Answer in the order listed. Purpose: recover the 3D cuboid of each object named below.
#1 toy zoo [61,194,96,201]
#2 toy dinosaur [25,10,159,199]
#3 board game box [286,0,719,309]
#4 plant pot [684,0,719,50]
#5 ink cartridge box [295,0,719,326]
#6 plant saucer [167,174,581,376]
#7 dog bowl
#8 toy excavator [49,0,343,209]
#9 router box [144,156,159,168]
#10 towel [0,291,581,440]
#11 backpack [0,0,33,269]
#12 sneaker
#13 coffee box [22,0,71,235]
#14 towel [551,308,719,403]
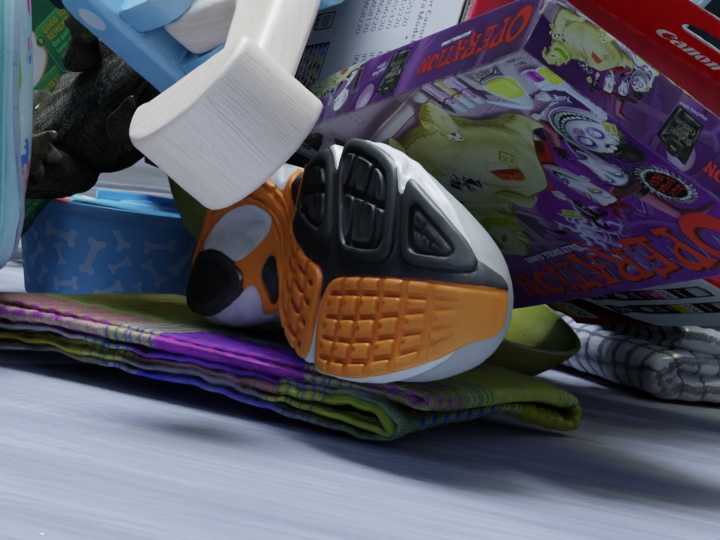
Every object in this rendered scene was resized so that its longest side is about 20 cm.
[{"bbox_3d":[-0.147,-0.027,1.288,0.199,0.021,0.131,15,3,-28],"label":"toy zoo"},{"bbox_3d":[-0.117,-0.060,0.937,0.077,0.200,0.102,53,8,11],"label":"toy dinosaur"},{"bbox_3d":[0.052,-0.033,0.778,0.120,0.032,0.200,30,-19,-21],"label":"board game box"},{"bbox_3d":[0.136,-0.164,1.135,0.196,0.201,0.200,47,23,25],"label":"plant pot"},{"bbox_3d":[0.085,-0.050,0.906,0.199,0.084,0.175,26,-15,-32],"label":"ink cartridge box"},{"bbox_3d":[0.000,0.000,0.979,0.199,0.031,0.200,26,11,-5],"label":"plant saucer"},{"bbox_3d":[-0.096,-0.008,1.100,0.111,0.050,0.200,9,4,15],"label":"dog bowl"},{"bbox_3d":[-0.045,-0.104,0.795,0.100,0.195,0.200,40,-22,-20],"label":"toy excavator"},{"bbox_3d":[-0.008,-0.057,1.121,0.199,0.051,0.149,21,-12,-2],"label":"router box"},{"bbox_3d":[-0.033,0.033,0.821,0.199,0.023,0.143,11,4,28],"label":"towel"},{"bbox_3d":[-0.191,-0.066,0.796,0.150,0.179,0.200,1,8,-8],"label":"backpack"},{"bbox_3d":[0.015,-0.001,0.760,0.092,0.076,0.200,12,3,-24],"label":"sneaker"},{"bbox_3d":[-0.187,-0.112,0.966,0.044,0.123,0.200,14,-32,50],"label":"coffee box"},{"bbox_3d":[0.186,0.016,1.100,0.199,0.086,0.165,7,3,-22],"label":"towel"}]
